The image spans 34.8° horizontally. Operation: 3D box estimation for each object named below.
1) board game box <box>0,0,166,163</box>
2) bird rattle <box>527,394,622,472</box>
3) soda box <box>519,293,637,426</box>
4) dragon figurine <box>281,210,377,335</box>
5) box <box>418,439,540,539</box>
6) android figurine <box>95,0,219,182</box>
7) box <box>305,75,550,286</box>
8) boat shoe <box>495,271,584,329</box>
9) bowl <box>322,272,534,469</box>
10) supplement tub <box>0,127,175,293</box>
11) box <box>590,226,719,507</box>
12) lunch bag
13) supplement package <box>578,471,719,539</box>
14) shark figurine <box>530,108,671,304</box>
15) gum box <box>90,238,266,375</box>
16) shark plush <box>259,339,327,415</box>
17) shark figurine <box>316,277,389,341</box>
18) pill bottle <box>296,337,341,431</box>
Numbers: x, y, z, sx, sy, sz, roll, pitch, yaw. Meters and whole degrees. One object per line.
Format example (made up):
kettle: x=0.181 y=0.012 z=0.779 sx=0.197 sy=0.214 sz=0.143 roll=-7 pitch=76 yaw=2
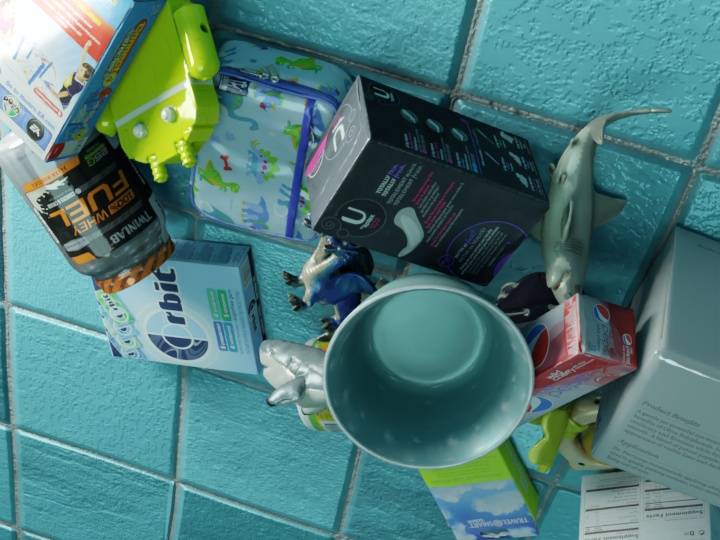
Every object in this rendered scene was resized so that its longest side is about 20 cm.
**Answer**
board game box: x=-0.314 y=-0.245 z=1.115 sx=0.200 sy=0.056 sz=0.196 roll=43 pitch=117 yaw=10
bird rattle: x=0.288 y=0.172 z=1.320 sx=0.199 sy=0.113 sz=0.163 roll=-14 pitch=135 yaw=14
soda box: x=0.185 y=0.094 z=1.142 sx=0.070 sy=0.064 sz=0.200 roll=16 pitch=150 yaw=-22
dragon figurine: x=-0.012 y=0.012 z=1.172 sx=0.099 sy=0.059 sz=0.200 roll=-31 pitch=140 yaw=17
box: x=0.142 y=0.255 z=1.445 sx=0.122 sy=0.048 sz=0.200 roll=-11 pitch=124 yaw=27
android figurine: x=-0.204 y=-0.189 z=1.132 sx=0.182 sy=0.041 sz=0.201 roll=-18 pitch=84 yaw=40
box: x=0.062 y=-0.084 z=1.112 sx=0.200 sy=0.106 sz=0.122 roll=18 pitch=128 yaw=-23
boat shoe: x=0.155 y=0.057 z=1.245 sx=0.199 sy=0.093 sz=0.075 roll=-5 pitch=152 yaw=16
bowl: x=0.066 y=0.082 z=1.125 sx=0.200 sy=0.105 sz=0.201 roll=1 pitch=116 yaw=2
supplement tub: x=-0.296 y=-0.082 z=1.259 sx=0.122 sy=0.123 sz=0.200 roll=-19 pitch=114 yaw=31
box: x=0.361 y=0.103 z=1.145 sx=0.199 sy=0.200 sz=0.172 roll=21 pitch=134 yaw=3
lunch bag: x=-0.091 y=-0.130 z=1.190 sx=0.160 sy=0.083 sz=0.200 roll=16 pitch=132 yaw=2
supplement package: x=0.365 y=0.331 z=1.362 sx=0.155 sy=0.111 sz=0.200 roll=-13 pitch=135 yaw=27
shark figurine: x=0.230 y=-0.080 z=1.129 sx=0.089 sy=0.128 sz=0.215 roll=2 pitch=120 yaw=-16
gum box: x=-0.221 y=0.041 z=1.397 sx=0.199 sy=0.045 sz=0.170 roll=7 pitch=129 yaw=15
shark plush: x=-0.026 y=0.101 z=1.247 sx=0.200 sy=0.084 sz=0.091 roll=-16 pitch=159 yaw=36
shark figurine: x=-0.018 y=-0.005 z=1.264 sx=0.128 sy=0.090 sz=0.215 roll=-23 pitch=139 yaw=7
pill bottle: x=0.034 y=0.133 z=1.340 sx=0.199 sy=0.111 sz=0.111 roll=-1 pitch=127 yaw=20
